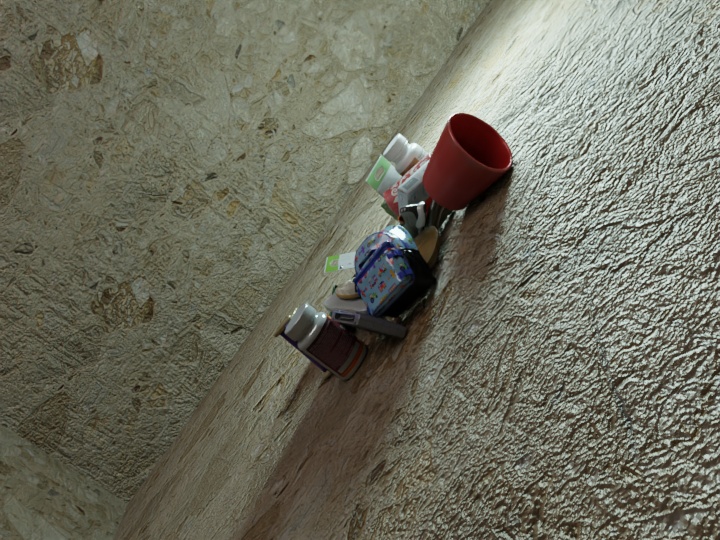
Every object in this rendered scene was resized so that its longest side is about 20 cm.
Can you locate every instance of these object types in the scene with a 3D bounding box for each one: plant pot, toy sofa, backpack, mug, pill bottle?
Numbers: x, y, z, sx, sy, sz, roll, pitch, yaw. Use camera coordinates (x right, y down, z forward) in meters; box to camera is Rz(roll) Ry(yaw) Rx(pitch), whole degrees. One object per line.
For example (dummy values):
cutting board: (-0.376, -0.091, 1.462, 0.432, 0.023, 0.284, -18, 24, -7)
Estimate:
plant pot: (0.149, -0.021, 1.534, 0.201, 0.027, 0.201, -53, 17, 24)
toy sofa: (-0.143, 0.211, 1.635, 0.083, 0.199, 0.098, -44, 9, 27)
backpack: (0.061, -0.009, 1.426, 0.183, 0.133, 0.203, -44, 60, 32)
plant pot: (0.259, -0.264, 1.494, 0.178, 0.198, 0.202, -54, 8, 43)
mug: (0.197, -0.249, 1.875, 0.200, 0.179, 0.133, -43, -21, 23)
pill bottle: (0.178, -0.359, 1.976, 0.115, 0.199, 0.115, -49, 13, 15)
pill bottle: (-0.090, 0.181, 1.514, 0.115, 0.199, 0.115, -48, 13, 15)

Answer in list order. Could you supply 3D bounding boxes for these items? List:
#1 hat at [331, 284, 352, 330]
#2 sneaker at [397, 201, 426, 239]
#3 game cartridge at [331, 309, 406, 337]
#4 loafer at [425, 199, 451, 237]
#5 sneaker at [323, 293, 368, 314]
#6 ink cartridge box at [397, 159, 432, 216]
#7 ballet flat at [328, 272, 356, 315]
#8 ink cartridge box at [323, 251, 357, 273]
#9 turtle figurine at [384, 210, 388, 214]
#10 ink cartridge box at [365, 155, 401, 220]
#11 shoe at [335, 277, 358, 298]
hat: (0.007, 0.119, 1.738, 0.166, 0.171, 0.205, -74, -18, -73)
sneaker: (0.141, -0.128, 1.633, 0.201, 0.077, 0.076, 83, -172, -64)
game cartridge: (0.017, 0.127, 1.417, 0.199, 0.127, 0.039, 176, 106, -69)
loafer: (0.227, -0.180, 1.609, 0.075, 0.068, 0.204, 101, -175, -79)
sneaker: (-0.025, 0.118, 1.603, 0.074, 0.083, 0.198, -36, 29, -31)
ink cartridge box: (0.177, -0.201, 1.697, 0.160, 0.047, 0.202, -43, -34, -23)
ballet flat: (-0.030, 0.091, 1.873, 0.202, 0.072, 0.073, -58, 11, 11)
ink cartridge box: (0.000, 0.000, 1.695, 0.195, 0.077, 0.148, -9, 19, 3)
turtle figurine: (0.153, -0.283, 2.178, 0.163, 0.064, 0.200, -56, 12, -9)
ink cartridge box: (0.107, -0.275, 2.011, 0.048, 0.199, 0.147, -35, 21, 52)
shoe: (0.011, 0.035, 1.570, 0.197, 0.055, 0.070, -8, 16, 35)
